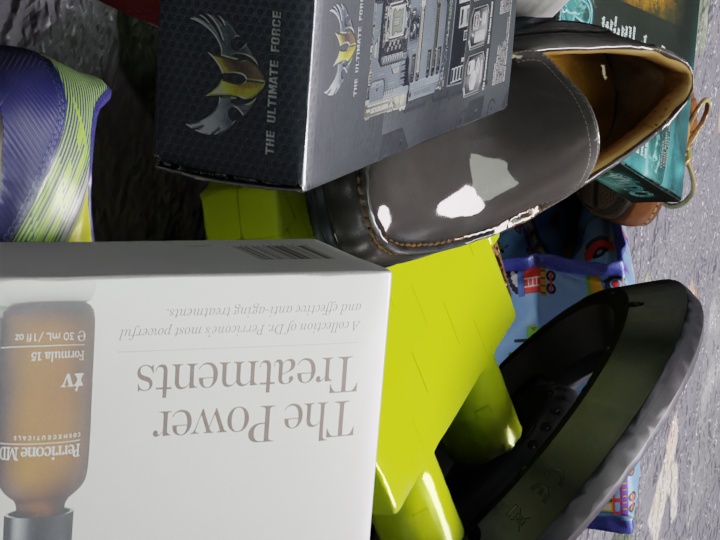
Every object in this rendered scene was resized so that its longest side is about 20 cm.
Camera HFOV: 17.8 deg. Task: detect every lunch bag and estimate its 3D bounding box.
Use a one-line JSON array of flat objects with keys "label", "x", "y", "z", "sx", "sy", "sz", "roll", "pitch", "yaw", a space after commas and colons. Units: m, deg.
[{"label": "lunch bag", "x": 0.115, "y": 0.026, "z": 1.242, "sx": 0.200, "sy": 0.093, "sz": 0.152, "roll": -58, "pitch": 147, "yaw": -63}]

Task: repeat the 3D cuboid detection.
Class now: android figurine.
[{"label": "android figurine", "x": 0.000, "y": 0.000, "z": 0.815, "sx": 0.182, "sy": 0.041, "sz": 0.201, "roll": -56, "pitch": 130, "yaw": -46}]

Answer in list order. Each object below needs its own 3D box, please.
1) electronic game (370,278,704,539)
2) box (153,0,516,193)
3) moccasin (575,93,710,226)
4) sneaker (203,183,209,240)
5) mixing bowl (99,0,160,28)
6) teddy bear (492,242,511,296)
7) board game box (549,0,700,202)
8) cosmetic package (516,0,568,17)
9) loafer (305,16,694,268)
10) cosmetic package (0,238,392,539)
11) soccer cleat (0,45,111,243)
[{"label": "electronic game", "x": 0.064, "y": 0.081, "z": 0.923, "sx": 0.200, "sy": 0.042, "sz": 0.200, "roll": -46, "pitch": -172, "yaw": 9}, {"label": "box", "x": 0.002, "y": -0.134, "z": 0.646, "sx": 0.158, "sy": 0.051, "sz": 0.202, "roll": -29, "pitch": 125, "yaw": -64}, {"label": "moccasin", "x": 0.147, "y": -0.079, "z": 1.206, "sx": 0.202, "sy": 0.077, "sz": 0.074, "roll": -85, "pitch": -163, "yaw": -67}, {"label": "sneaker", "x": -0.051, "y": 0.019, "z": 0.848, "sx": 0.200, "sy": 0.074, "sz": 0.117, "roll": -39, "pitch": 127, "yaw": -72}, {"label": "mixing bowl", "x": -0.068, "y": -0.164, "z": 0.673, "sx": 0.200, "sy": 0.107, "sz": 0.202, "roll": 7, "pitch": 90, "yaw": -68}, {"label": "teddy bear", "x": 0.012, "y": -0.058, "z": 0.953, "sx": 0.201, "sy": 0.066, "sz": 0.146, "roll": 70, "pitch": 7, "yaw": -55}, {"label": "board game box", "x": 0.107, "y": -0.143, "z": 0.976, "sx": 0.135, "sy": 0.028, "sz": 0.202, "roll": 24, "pitch": 70, "yaw": -55}, {"label": "cosmetic package", "x": 0.045, "y": -0.203, "z": 0.838, "sx": 0.108, "sy": 0.084, "sz": 0.202, "roll": 146, "pitch": -55, "yaw": -75}, {"label": "loafer", "x": 0.049, "y": -0.051, "z": 0.796, "sx": 0.200, "sy": 0.072, "sz": 0.073, "roll": -36, "pitch": 118, "yaw": -53}, {"label": "cosmetic package", "x": -0.091, "y": 0.071, "z": 0.637, "sx": 0.199, "sy": 0.052, "sz": 0.152, "roll": -2, "pitch": 103, "yaw": -31}, {"label": "soccer cleat", "x": -0.104, "y": 0.033, "z": 0.699, "sx": 0.083, "sy": 0.064, "sz": 0.202, "roll": -6, "pitch": 102, "yaw": -47}]
